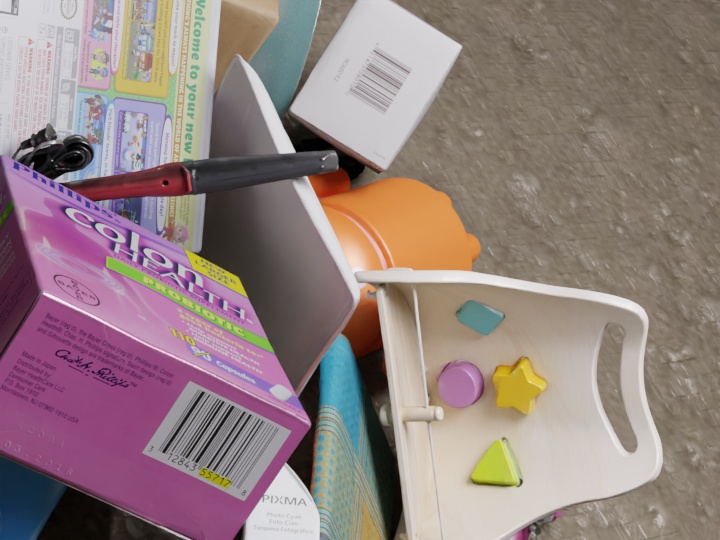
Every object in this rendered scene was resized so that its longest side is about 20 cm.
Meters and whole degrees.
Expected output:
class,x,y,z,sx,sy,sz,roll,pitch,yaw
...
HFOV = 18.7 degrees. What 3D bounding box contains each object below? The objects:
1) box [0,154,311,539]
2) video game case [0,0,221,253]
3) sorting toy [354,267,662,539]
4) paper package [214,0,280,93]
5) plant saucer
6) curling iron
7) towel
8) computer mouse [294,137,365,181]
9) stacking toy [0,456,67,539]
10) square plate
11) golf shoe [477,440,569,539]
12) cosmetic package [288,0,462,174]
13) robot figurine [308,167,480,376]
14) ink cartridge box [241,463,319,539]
class,x,y,z,sx,sy,sz,roll,pitch,yaw
box,-0.144,0.045,1.255,0.176,0.097,0.200,28,13,-25
video game case,-0.171,-0.116,1.371,0.182,0.022,0.200,5,89,-38
sorting toy,0.104,0.082,1.436,0.107,0.180,0.200,-42,127,-67
paper package,-0.180,-0.178,1.501,0.200,0.191,0.104,17,44,-27
plant saucer,-0.078,-0.171,1.583,0.036,0.200,0.200,15,44,-19
curling iron,-0.112,-0.062,1.327,0.200,0.050,0.026,0,40,-7
towel,-0.008,0.155,1.398,0.200,0.022,0.147,-85,161,-45
computer mouse,-0.050,-0.067,1.638,0.059,0.034,0.200,46,37,6
stacking toy,-0.238,0.081,1.285,0.110,0.116,0.200,23,30,-21
square plate,-0.066,-0.005,1.426,0.028,0.198,0.200,-9,59,-31
golf shoe,0.090,0.164,1.520,0.091,0.075,0.200,24,37,13
cosmetic package,0.011,-0.134,1.592,0.085,0.108,0.200,31,1,-2
robot figurine,0.001,0.001,1.548,0.200,0.117,0.144,-20,111,-50
ink cartridge box,-0.049,0.173,1.297,0.047,0.160,0.200,6,44,-2
